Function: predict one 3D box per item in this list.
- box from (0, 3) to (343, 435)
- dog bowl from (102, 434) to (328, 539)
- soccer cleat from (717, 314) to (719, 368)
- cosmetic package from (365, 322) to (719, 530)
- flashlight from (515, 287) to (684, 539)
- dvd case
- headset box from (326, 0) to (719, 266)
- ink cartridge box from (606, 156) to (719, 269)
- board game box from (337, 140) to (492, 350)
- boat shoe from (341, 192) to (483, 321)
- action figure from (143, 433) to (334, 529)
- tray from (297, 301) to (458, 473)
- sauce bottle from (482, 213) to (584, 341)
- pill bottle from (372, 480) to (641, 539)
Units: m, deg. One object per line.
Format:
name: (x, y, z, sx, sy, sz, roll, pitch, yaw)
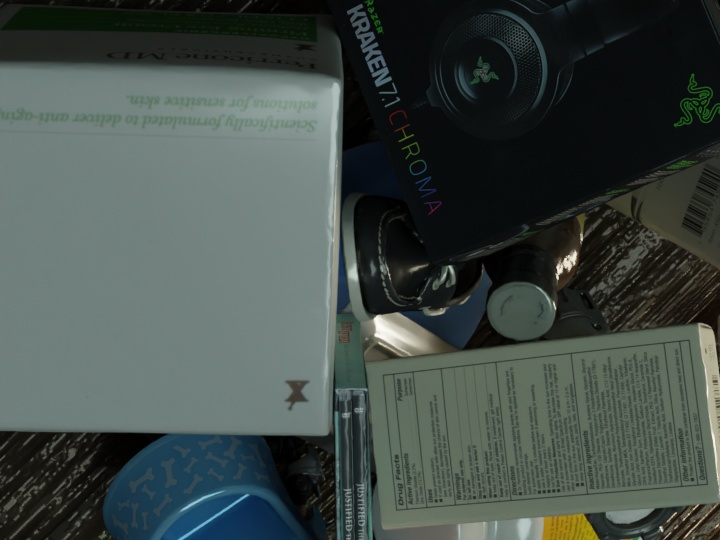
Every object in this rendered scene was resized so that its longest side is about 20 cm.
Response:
box: (-0.111, -0.032, 0.809, 0.198, 0.171, 0.201, 2, 111, -3)
dog bowl: (-0.080, 0.176, 0.940, 0.111, 0.050, 0.200, -33, 137, -3)
soccer cleat: (0.349, 0.024, 1.083, 0.200, 0.070, 0.086, -30, 120, -8)
cosmetic package: (0.111, 0.093, 0.879, 0.199, 0.073, 0.104, -7, 84, 20)
flashlight: (0.150, 0.090, 0.995, 0.068, 0.200, 0.068, 17, 119, -28)
dvd case: (-0.005, 0.140, 0.877, 0.022, 0.146, 0.201, 0, 105, -2)
headset box: (0.108, -0.120, 0.803, 0.200, 0.093, 0.175, -23, 86, 22)
ink cartridge box: (0.242, -0.086, 0.966, 0.083, 0.200, 0.147, 10, 107, -31)
board game box: (0.000, 0.000, 0.985, 0.200, 0.039, 0.158, 31, 95, -39)
boat shoe: (0.032, -0.006, 0.865, 0.060, 0.200, 0.074, -3, 85, 12)
action figure: (-0.088, 0.140, 0.987, 0.130, 0.069, 0.200, -32, 133, -17)
tray: (0.023, 0.091, 1.001, 0.107, 0.022, 0.200, -49, 141, 7)
sauce bottle: (0.107, -0.025, 0.932, 0.065, 0.200, 0.065, 5, 118, 10)
pill bottle: (0.107, 0.157, 1.028, 0.200, 0.113, 0.113, -4, 114, -42)
